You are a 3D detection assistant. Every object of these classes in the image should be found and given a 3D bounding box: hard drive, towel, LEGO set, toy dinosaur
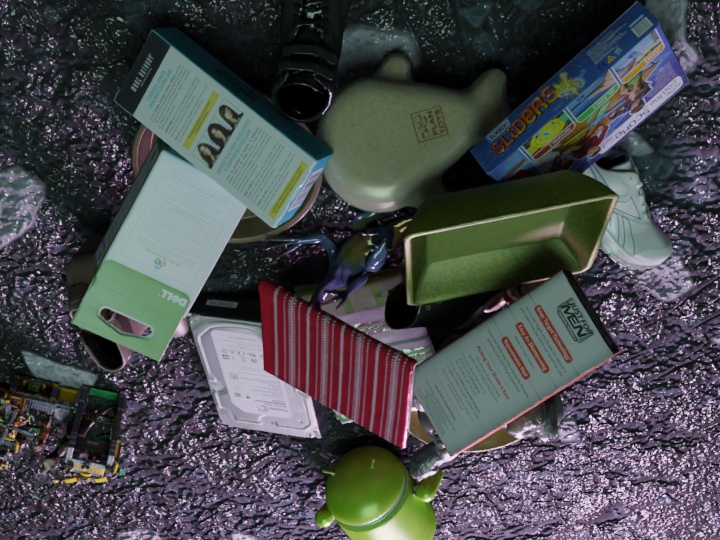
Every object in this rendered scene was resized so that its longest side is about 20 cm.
[{"bbox_3d":[-0.121,0.118,1.336,0.138,0.038,0.202,7,135,16],"label":"hard drive"},{"bbox_3d":[-0.028,0.097,1.190,0.198,0.023,0.146,27,141,22],"label":"towel"},{"bbox_3d":[-0.382,0.222,1.395,0.198,0.117,0.154,21,129,-18],"label":"LEGO set"},{"bbox_3d":[0.000,0.000,1.207,0.197,0.106,0.182,-5,150,-19],"label":"toy dinosaur"},{"bbox_3d":[0.013,0.089,1.325,0.147,0.031,0.202,-12,121,13],"label":"towel"}]

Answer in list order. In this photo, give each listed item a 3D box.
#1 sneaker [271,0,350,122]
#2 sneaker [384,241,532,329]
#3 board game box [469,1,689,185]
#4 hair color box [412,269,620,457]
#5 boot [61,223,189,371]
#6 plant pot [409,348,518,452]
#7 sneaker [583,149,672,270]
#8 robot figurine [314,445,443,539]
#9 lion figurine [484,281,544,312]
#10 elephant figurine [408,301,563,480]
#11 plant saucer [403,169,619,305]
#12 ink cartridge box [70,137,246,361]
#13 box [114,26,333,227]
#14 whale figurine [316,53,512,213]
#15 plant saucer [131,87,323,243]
[{"bbox_3d":[-0.042,-0.224,1.009,0.070,0.100,0.202,5,131,-3],"label":"sneaker"},{"bbox_3d":[0.110,0.000,1.199,0.105,0.075,0.201,-8,142,-41],"label":"sneaker"},{"bbox_3d":[0.210,-0.146,1.053,0.199,0.035,0.135,-41,152,12],"label":"board game box"},{"bbox_3d":[0.154,0.095,1.144,0.199,0.102,0.061,-34,168,17],"label":"hair color box"},{"bbox_3d":[-0.256,0.051,1.222,0.069,0.147,0.201,-20,129,19],"label":"boot"},{"bbox_3d":[0.141,0.155,1.403,0.197,0.028,0.202,-1,132,-1],"label":"plant pot"},{"bbox_3d":[0.268,-0.072,1.171,0.199,0.075,0.087,34,119,-28],"label":"sneaker"},{"bbox_3d":[0.028,0.315,1.486,0.173,0.117,0.201,-17,130,21],"label":"robot figurine"},{"bbox_3d":[0.219,0.053,1.287,0.122,0.073,0.199,-33,131,28],"label":"lion figurine"},{"bbox_3d":[0.117,0.142,1.255,0.197,0.158,0.141,-12,160,25],"label":"elephant figurine"},{"bbox_3d":[0.136,-0.036,1.086,0.197,0.049,0.200,-11,159,-1],"label":"plant saucer"},{"bbox_3d":[-0.203,-0.022,1.129,0.103,0.059,0.202,26,102,-23],"label":"ink cartridge box"},{"bbox_3d":[-0.129,-0.136,1.050,0.199,0.049,0.083,39,113,5],"label":"box"},{"bbox_3d":[0.054,-0.132,1.095,0.197,0.104,0.161,-18,87,-2],"label":"whale figurine"},{"bbox_3d":[-0.137,-0.113,1.156,0.197,0.030,0.202,0,132,0],"label":"plant saucer"}]
